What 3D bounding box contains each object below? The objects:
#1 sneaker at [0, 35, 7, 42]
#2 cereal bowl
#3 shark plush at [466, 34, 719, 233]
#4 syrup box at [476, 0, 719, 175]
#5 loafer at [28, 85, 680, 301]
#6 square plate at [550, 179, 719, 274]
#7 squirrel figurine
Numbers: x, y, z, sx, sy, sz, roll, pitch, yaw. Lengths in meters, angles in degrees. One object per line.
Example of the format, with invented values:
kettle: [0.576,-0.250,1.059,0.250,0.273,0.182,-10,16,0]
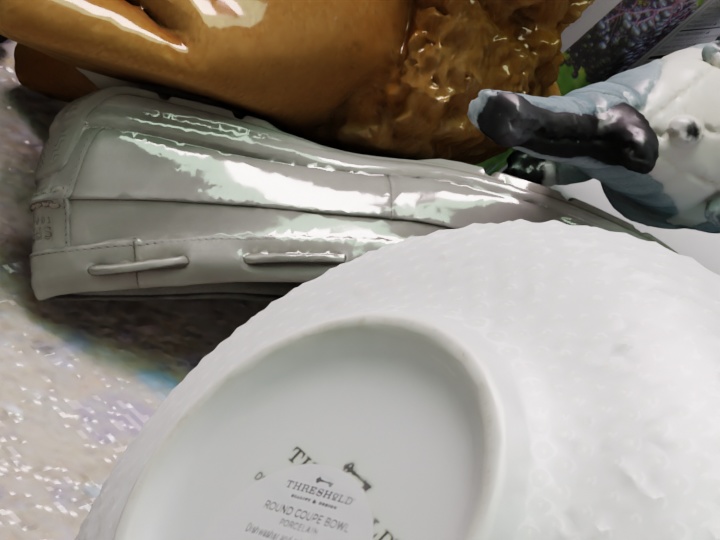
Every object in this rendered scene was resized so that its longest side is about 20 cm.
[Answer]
sneaker: [-0.159,-0.087,0.874,0.079,0.076,0.200,16,19,4]
cereal bowl: [0.010,0.069,0.578,0.083,0.200,0.200,47,9,-41]
shark plush: [0.084,-0.028,0.855,0.083,0.091,0.200,-7,7,26]
syrup box: [0.104,-0.118,0.905,0.081,0.200,0.079,-11,67,-48]
loafer: [0.000,0.000,0.835,0.200,0.070,0.070,12,-10,-5]
square plate: [0.130,0.007,0.967,0.200,0.028,0.198,16,30,-15]
squirrel figurine: [-0.008,-0.134,0.860,0.200,0.187,0.142,14,-5,5]
